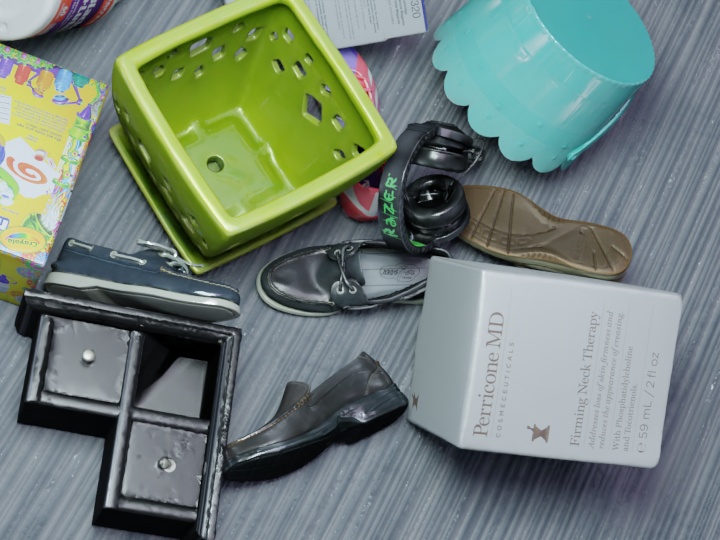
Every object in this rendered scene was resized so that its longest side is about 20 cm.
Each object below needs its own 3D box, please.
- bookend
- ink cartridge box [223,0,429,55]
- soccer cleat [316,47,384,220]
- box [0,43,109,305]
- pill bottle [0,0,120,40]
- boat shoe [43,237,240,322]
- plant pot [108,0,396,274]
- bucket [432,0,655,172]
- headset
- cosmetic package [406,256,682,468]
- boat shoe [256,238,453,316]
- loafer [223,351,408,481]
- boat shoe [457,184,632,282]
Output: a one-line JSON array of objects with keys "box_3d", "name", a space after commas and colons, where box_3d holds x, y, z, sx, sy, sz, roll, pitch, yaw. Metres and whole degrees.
[{"box_3d": [-0.222, 0.138, 1.485, 0.200, 0.092, 0.199, 12, 67, -13], "name": "bookend"}, {"box_3d": [-0.044, -0.317, 1.660, 0.200, 0.043, 0.197, -9, 103, 0], "name": "ink cartridge box"}, {"box_3d": [-0.002, -0.147, 1.675, 0.067, 0.076, 0.200, -2, 71, -19], "name": "soccer cleat"}, {"box_3d": [-0.359, -0.100, 1.512, 0.200, 0.122, 0.193, 21, 65, -11], "name": "box"}, {"box_3d": [-0.290, -0.280, 1.564, 0.111, 0.111, 0.200, 46, 22, 2], "name": "pill bottle"}, {"box_3d": [-0.194, 0.007, 1.516, 0.200, 0.075, 0.062, 5, 67, 29], "name": "boat shoe"}, {"box_3d": [-0.116, -0.120, 1.568, 0.199, 0.181, 0.200, -29, 82, -25], "name": "plant pot"}, {"box_3d": [0.191, -0.220, 1.697, 0.207, 0.135, 0.207, 25, 44, -26], "name": "bucket"}, {"box_3d": [0.063, -0.092, 1.632, 0.094, 0.124, 0.200, 13, 25, 28], "name": "headset"}, {"box_3d": [0.169, 0.085, 1.569, 0.200, 0.166, 0.168, 7, 93, -16], "name": "cosmetic package"}, {"box_3d": [0.001, 0.002, 1.625, 0.199, 0.066, 0.075, 3, 70, -17], "name": "boat shoe"}, {"box_3d": [-0.053, 0.138, 1.560, 0.200, 0.073, 0.072, -19, 68, -33], "name": "loafer"}, {"box_3d": [0.176, -0.030, 1.699, 0.200, 0.065, 0.072, 16, 70, 8], "name": "boat shoe"}]
